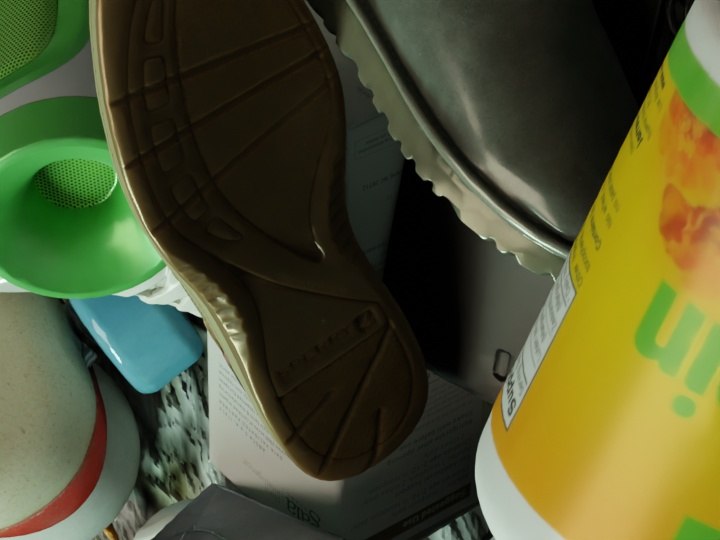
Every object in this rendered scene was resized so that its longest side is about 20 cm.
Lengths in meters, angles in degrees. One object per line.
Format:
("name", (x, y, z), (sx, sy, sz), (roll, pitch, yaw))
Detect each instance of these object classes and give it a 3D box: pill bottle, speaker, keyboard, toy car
("pill bottle", (0.097, 0.034, 0.699), (0.111, 0.111, 0.201), (43, 121, 34))
("speaker", (-0.098, -0.087, 0.940), (0.089, 0.088, 0.201), (97, 170, -45))
("keyboard", (0.068, -0.047, 0.820), (0.104, 0.040, 0.201), (31, 125, 29))
("toy car", (-0.164, 0.058, 1.211), (0.177, 0.184, 0.200), (51, 177, 24))

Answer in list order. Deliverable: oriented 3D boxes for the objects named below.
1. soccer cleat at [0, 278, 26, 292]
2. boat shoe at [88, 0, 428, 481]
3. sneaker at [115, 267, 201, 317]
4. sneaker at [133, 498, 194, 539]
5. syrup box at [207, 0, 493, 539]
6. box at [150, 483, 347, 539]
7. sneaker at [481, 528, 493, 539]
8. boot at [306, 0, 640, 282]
("soccer cleat", (-0.139, -0.087, 1.074), (0.069, 0.077, 0.201), (-137, 35, -79))
("boat shoe", (-0.039, -0.028, 0.820), (0.072, 0.072, 0.201), (43, 162, 53))
("sneaker", (-0.092, -0.020, 1.010), (0.199, 0.081, 0.077), (31, 136, -4))
("sneaker", (-0.033, 0.192, 1.153), (0.081, 0.075, 0.201), (-15, 99, 52))
("syrup box", (0.000, 0.000, 0.932), (0.079, 0.081, 0.201), (39, 142, 37))
("box", (-0.037, 0.163, 0.905), (0.115, 0.132, 0.200), (52, 167, -13))
("sneaker", (0.061, 0.104, 0.878), (0.060, 0.104, 0.200), (29, 139, 11))
("boot", (0.065, -0.116, 0.725), (0.182, 0.072, 0.200), (49, 128, 16))
